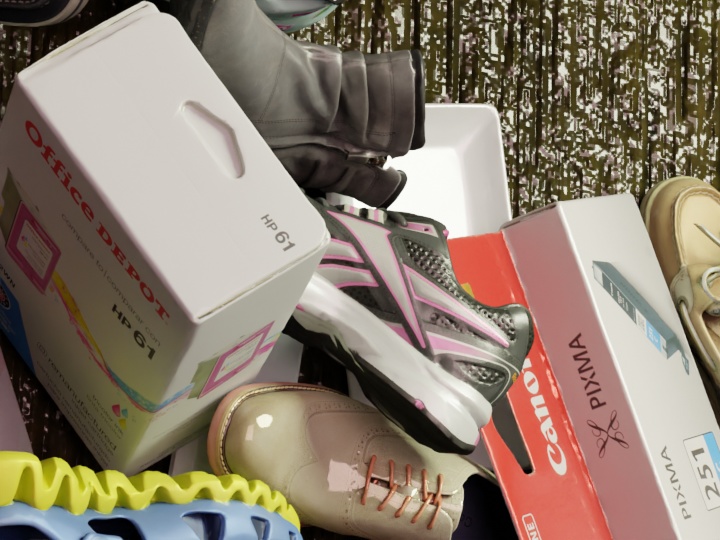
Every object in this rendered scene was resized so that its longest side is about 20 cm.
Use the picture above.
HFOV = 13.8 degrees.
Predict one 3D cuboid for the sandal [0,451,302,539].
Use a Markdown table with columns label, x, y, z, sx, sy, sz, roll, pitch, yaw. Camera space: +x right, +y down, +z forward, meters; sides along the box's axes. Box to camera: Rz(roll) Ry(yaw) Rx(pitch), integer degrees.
| label | x | y | z | sx | sy | sz | roll | pitch | yaw |
| --- | --- | --- | --- | --- | --- | --- | --- | --- | --- |
| sandal | -0.111 | 0.136 | 1.367 | 0.200 | 0.079 | 0.087 | 6 | 68 | -37 |

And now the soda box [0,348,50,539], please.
| label | x | y | z | sx | sy | sz | roll | pitch | yaw |
| --- | --- | --- | --- | --- | --- | --- | --- | --- | --- |
| soda box | -0.196 | 0.090 | 1.416 | 0.063 | 0.070 | 0.200 | -14 | 82 | -27 |

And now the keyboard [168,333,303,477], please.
| label | x | y | z | sx | sy | sz | roll | pitch | yaw |
| --- | --- | --- | --- | --- | --- | --- | --- | --- | --- |
| keyboard | -0.067 | 0.103 | 1.470 | 0.056 | 0.011 | 0.200 | 13 | 56 | -7 |

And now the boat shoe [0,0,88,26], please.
| label | x | y | z | sx | sy | sz | roll | pitch | yaw |
| --- | --- | --- | --- | --- | --- | --- | --- | --- | --- |
| boat shoe | -0.218 | -0.170 | 1.435 | 0.200 | 0.075 | 0.062 | 27 | 20 | 18 |

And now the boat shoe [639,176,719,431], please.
| label | x | y | z | sx | sy | sz | roll | pitch | yaw |
| --- | --- | --- | --- | --- | --- | --- | --- | --- | --- |
| boat shoe | 0.213 | 0.038 | 1.617 | 0.073 | 0.063 | 0.200 | -20 | 84 | -27 |

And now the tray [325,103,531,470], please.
| label | x | y | z | sx | sy | sz | roll | pitch | yaw |
| --- | --- | --- | --- | --- | --- | --- | --- | --- | --- |
| tray | 0.033 | 0.010 | 1.568 | 0.107 | 0.022 | 0.200 | 0 | 76 | -25 |

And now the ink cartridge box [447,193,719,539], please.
| label | x | y | z | sx | sy | sz | roll | pitch | yaw |
| --- | --- | --- | --- | --- | --- | --- | --- | --- | --- |
| ink cartridge box | 0.120 | 0.064 | 1.535 | 0.176 | 0.045 | 0.200 | -10 | 78 | -59 |

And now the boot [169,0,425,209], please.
| label | x | y | z | sx | sy | sz | roll | pitch | yaw |
| --- | --- | --- | --- | --- | --- | --- | --- | --- | --- |
| boot | -0.030 | -0.105 | 1.468 | 0.132 | 0.200 | 0.070 | 1 | 58 | -6 |

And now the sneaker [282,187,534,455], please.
| label | x | y | z | sx | sy | sz | roll | pitch | yaw |
| --- | --- | --- | --- | --- | --- | --- | --- | --- | --- |
| sneaker | 0.000 | 0.000 | 1.456 | 0.200 | 0.080 | 0.086 | 41 | 76 | 5 |

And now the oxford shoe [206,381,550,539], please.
| label | x | y | z | sx | sy | sz | roll | pitch | yaw |
| --- | --- | --- | --- | --- | --- | --- | --- | --- | --- |
| oxford shoe | 0.013 | 0.101 | 1.460 | 0.200 | 0.074 | 0.071 | 20 | 82 | -40 |

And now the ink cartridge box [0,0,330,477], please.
| label | x | y | z | sx | sy | sz | roll | pitch | yaw |
| --- | --- | --- | --- | --- | --- | --- | --- | --- | --- |
| ink cartridge box | -0.107 | -0.010 | 1.396 | 0.085 | 0.200 | 0.145 | -31 | 76 | -28 |

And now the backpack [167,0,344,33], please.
| label | x | y | z | sx | sy | sz | roll | pitch | yaw |
| --- | --- | --- | --- | --- | --- | --- | --- | --- | --- |
| backpack | -0.079 | -0.206 | 1.518 | 0.200 | 0.127 | 0.167 | 26 | 81 | -13 |
